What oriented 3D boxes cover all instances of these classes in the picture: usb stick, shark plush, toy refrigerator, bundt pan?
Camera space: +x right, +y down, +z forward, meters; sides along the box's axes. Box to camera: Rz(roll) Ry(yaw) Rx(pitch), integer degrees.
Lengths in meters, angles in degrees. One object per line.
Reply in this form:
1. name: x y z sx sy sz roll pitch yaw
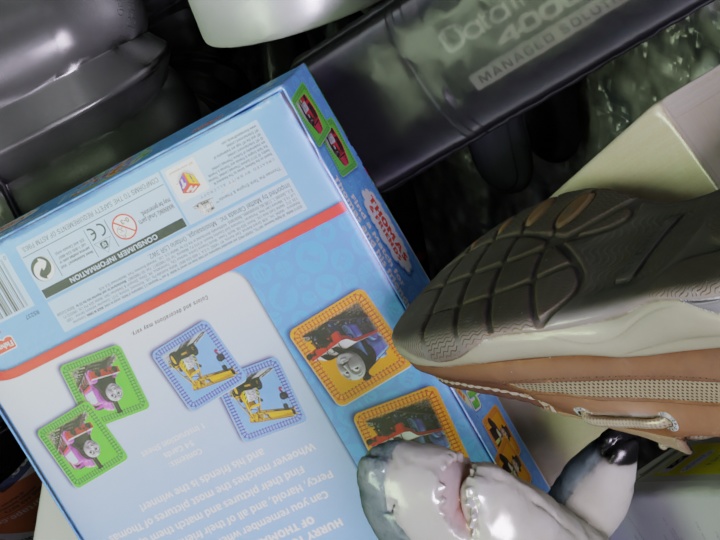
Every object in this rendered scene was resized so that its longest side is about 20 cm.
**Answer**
1. usb stick: 0.057 -0.085 0.782 0.200 0.033 0.056 -29 98 35
2. shark plush: 0.041 0.113 0.792 0.200 0.083 0.091 87 -173 -63
3. toy refrigerator: 0.089 0.007 0.820 0.076 0.070 0.200 55 145 7
4. bundt pan: -0.099 -0.084 0.950 0.202 0.076 0.202 -24 -90 -80

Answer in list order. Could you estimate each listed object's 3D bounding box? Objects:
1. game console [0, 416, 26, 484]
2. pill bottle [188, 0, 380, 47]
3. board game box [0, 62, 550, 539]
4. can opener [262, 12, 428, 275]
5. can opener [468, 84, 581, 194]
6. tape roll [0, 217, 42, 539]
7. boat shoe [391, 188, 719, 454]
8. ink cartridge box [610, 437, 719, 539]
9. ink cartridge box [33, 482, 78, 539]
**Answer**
1. game console: -0.205 0.051 1.130 0.116 0.200 0.176 52 144 25
2. pill bottle: -0.048 -0.185 0.854 0.112 0.112 0.200 5 121 53
3. board game box: -0.034 0.053 0.838 0.151 0.037 0.200 -26 100 21
4. can opener: 0.000 0.000 0.934 0.063 0.079 0.201 -2 96 13
5. can opener: 0.039 -0.121 0.820 0.079 0.063 0.200 18 122 48
6. tape roll: -0.156 0.060 1.047 0.066 0.200 0.201 19 123 50
7. boat shoe: 0.083 0.022 0.717 0.072 0.076 0.200 55 152 -19
8. ink cartridge box: 0.154 0.142 0.777 0.198 0.047 0.200 57 172 -1
9. ink cartridge box: -0.063 0.151 1.037 0.084 0.145 0.200 48 141 31
